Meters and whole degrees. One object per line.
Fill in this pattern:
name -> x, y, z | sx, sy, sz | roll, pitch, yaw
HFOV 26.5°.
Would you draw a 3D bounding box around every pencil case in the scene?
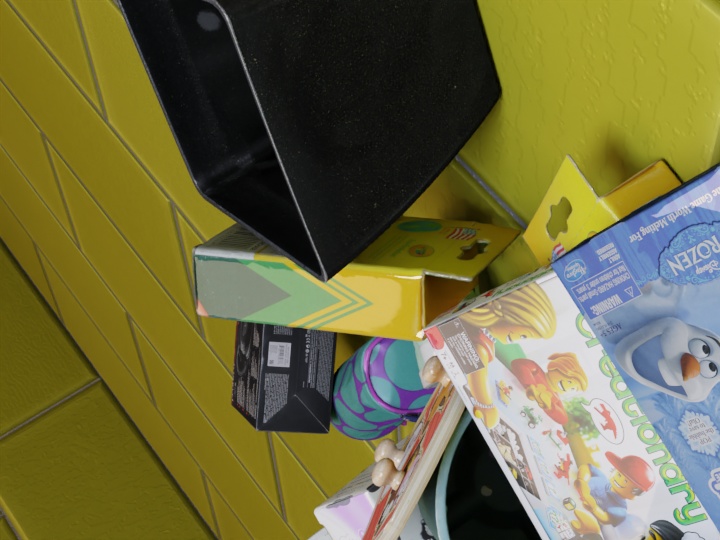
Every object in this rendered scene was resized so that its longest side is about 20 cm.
pencil case -> 0.025, 0.109, 1.429 | 0.092, 0.085, 0.200 | 15, 165, -9

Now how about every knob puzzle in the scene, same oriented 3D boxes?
knob puzzle -> 0.033, 0.118, 1.033 | 0.030, 0.220, 0.220 | 28, 160, 0

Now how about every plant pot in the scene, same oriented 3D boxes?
plant pot -> -0.028, -0.146, 1.007 | 0.199, 0.177, 0.200 | 33, 150, 53
plant pot -> 0.128, 0.153, 1.079 | 0.200, 0.200, 0.196 | 60, 170, -4

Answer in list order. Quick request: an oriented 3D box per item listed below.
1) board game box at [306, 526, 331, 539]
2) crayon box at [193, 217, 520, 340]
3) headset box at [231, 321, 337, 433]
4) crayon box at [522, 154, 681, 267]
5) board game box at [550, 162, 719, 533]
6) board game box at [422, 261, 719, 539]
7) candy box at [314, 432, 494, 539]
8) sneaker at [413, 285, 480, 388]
board game box -> 0.052, 0.240, 1.375 | 0.103, 0.105, 0.200 | 55, -159, 10
crayon box -> 0.000, 0.000, 1.070 | 0.200, 0.127, 0.051 | 5, 108, 21
headset box -> -0.079, 0.075, 1.527 | 0.200, 0.077, 0.149 | -171, 85, -79
crayon box -> 0.185, 0.022, 0.913 | 0.200, 0.051, 0.127 | 54, 161, 13
board game box -> 0.218, 0.039, 0.771 | 0.199, 0.043, 0.200 | 57, 143, 2
board game box -> 0.138, 0.096, 0.925 | 0.126, 0.035, 0.200 | -27, 95, 39
candy box -> 0.083, 0.209, 1.234 | 0.072, 0.200, 0.168 | -28, 94, 45
sneaker -> 0.073, 0.028, 1.222 | 0.200, 0.074, 0.118 | 70, -171, -76
